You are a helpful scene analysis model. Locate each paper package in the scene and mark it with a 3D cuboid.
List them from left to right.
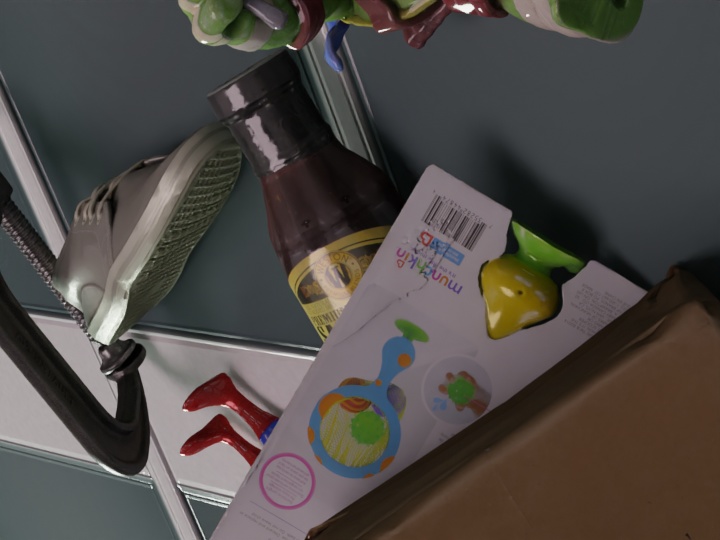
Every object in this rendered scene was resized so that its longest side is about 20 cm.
[{"bbox_3d":[0.102,0.136,0.693,0.200,0.190,0.103,54,-175,-3],"label":"paper package"}]

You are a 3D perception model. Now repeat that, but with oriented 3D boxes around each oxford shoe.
[{"bbox_3d":[-0.112,-0.022,0.918,0.058,0.075,0.200,48,150,3],"label":"oxford shoe"}]

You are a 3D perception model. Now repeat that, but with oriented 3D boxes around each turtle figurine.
[{"bbox_3d":[-0.001,-0.141,0.622,0.194,0.144,0.200,8,129,41],"label":"turtle figurine"}]

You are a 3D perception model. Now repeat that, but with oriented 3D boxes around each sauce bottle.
[{"bbox_3d":[0.000,0.000,0.811,0.200,0.066,0.066,57,146,-8],"label":"sauce bottle"}]

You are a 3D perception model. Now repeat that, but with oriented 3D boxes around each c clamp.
[{"bbox_3d":[-0.165,0.011,0.995,0.200,0.027,0.171,57,-169,-19],"label":"c clamp"}]

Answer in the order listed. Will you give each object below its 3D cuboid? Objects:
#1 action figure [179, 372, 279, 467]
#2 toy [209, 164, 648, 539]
[{"bbox_3d":[-0.014,0.134,0.965,0.200,0.052,0.066,35,138,22],"label":"action figure"},{"bbox_3d":[0.029,0.070,0.768,0.115,0.047,0.200,31,101,2],"label":"toy"}]
